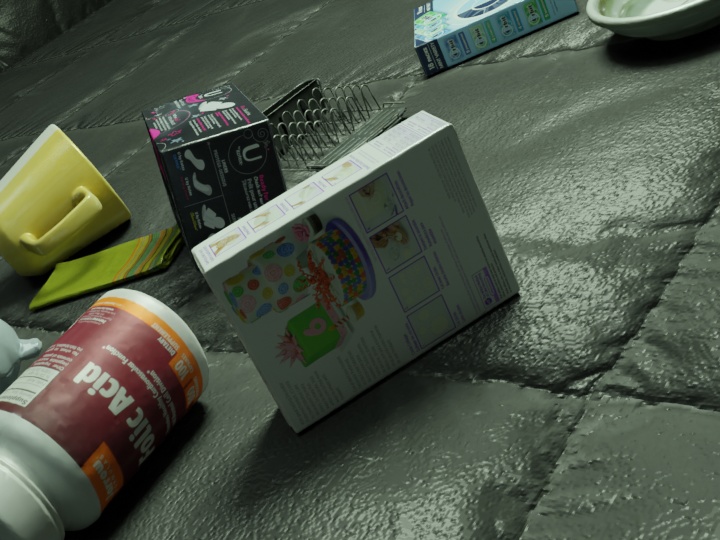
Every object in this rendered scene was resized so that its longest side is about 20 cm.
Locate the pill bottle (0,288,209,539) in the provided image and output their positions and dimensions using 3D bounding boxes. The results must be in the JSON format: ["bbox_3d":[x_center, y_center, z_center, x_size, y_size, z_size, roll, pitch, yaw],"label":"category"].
[{"bbox_3d":[-0.212,0.117,0.741,0.113,0.115,0.201,-4,35,39],"label":"pill bottle"}]

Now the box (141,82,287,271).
[{"bbox_3d":[-0.150,-0.104,1.046,0.113,0.134,0.200,-18,24,-10],"label":"box"}]

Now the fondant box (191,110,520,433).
[{"bbox_3d":[0.000,0.000,0.713,0.198,0.146,0.058,-32,27,-9],"label":"fondant box"}]

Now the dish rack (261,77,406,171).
[{"bbox_3d":[-0.048,-0.168,1.163,0.153,0.055,0.198,-44,31,-27],"label":"dish rack"}]

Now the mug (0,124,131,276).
[{"bbox_3d":[-0.389,-0.079,1.219,0.153,0.150,0.187,-42,-3,-12],"label":"mug"}]

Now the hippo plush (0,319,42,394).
[{"bbox_3d":[-0.379,0.098,0.868,0.156,0.203,0.161,11,23,5],"label":"hippo plush"}]

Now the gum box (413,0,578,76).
[{"bbox_3d":[0.165,-0.331,1.261,0.197,0.045,0.171,-22,27,15],"label":"gum box"}]

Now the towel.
[{"bbox_3d":[-0.290,-0.006,1.145,0.197,0.018,0.087,-16,28,23],"label":"towel"}]

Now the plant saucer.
[{"bbox_3d":[0.330,-0.281,1.007,0.197,0.051,0.201,-22,26,11],"label":"plant saucer"}]
